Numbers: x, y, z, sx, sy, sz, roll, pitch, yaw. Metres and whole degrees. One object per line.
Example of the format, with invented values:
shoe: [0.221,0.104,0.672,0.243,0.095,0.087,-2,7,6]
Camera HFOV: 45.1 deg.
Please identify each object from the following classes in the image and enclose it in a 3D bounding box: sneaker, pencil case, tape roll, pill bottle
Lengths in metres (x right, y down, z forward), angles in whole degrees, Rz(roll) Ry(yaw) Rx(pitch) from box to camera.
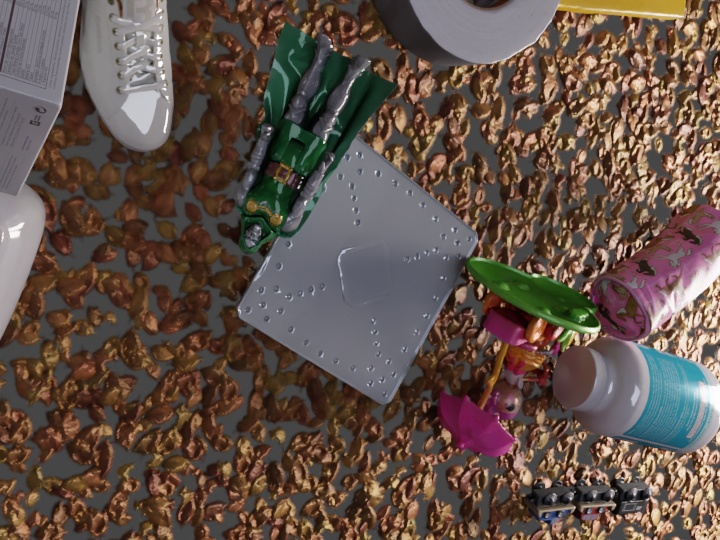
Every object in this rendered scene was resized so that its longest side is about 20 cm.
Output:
sneaker: [-0.186,-0.193,0.687,0.071,0.084,0.205,-16,108,-25]
pencil case: [0.346,0.001,0.989,0.198,0.086,0.084,-33,94,-29]
tape roll: [0.104,-0.302,0.830,0.196,0.066,0.206,-5,101,-26]
pill bottle: [0.315,0.141,0.999,0.196,0.110,0.113,17,92,-29]

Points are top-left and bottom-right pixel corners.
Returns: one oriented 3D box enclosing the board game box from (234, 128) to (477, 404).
board game box: [0.000,0.000,0.854,0.198,0.026,0.203,34,83,-29]

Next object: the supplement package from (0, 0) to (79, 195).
supplement package: [-0.299,-0.168,0.567,0.196,0.151,0.154,14,65,-29]

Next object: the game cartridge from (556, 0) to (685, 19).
game cartridge: [0.274,-0.368,0.929,0.195,0.032,0.181,-3,101,-25]

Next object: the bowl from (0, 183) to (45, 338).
bowl: [-0.350,-0.001,0.643,0.197,0.074,0.204,25,89,-28]

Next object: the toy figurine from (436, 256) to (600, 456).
toy figurine: [0.154,0.103,0.917,0.198,0.149,0.188,0,118,-57]

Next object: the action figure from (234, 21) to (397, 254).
action figure: [-0.059,-0.106,0.778,0.116,0.055,0.204,25,89,-1]

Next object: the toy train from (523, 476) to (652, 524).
toy train: [0.275,0.279,1.050,0.196,0.034,0.047,5,110,-29]
